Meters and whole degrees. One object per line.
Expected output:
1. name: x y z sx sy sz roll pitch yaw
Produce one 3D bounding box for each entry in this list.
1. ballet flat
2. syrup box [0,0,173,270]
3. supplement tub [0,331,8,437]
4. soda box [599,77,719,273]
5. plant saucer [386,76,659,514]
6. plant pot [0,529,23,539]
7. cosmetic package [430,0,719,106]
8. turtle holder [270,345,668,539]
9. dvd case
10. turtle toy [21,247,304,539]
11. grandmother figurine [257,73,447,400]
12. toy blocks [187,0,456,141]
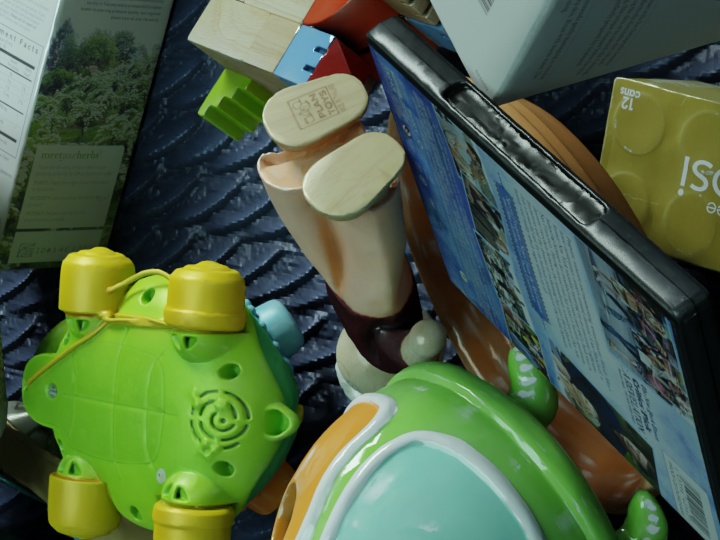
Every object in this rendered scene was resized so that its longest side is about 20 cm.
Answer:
1. ballet flat: -0.156 0.108 1.174 0.200 0.069 0.063 31 84 34
2. syrup box: -0.165 -0.106 1.147 0.081 0.079 0.201 29 111 36
3. supplement tub: -0.253 0.028 1.093 0.145 0.145 0.201 14 114 40
4. soda box: 0.189 -0.023 0.847 0.200 0.064 0.068 20 105 40
5. plant saucer: 0.077 0.006 0.909 0.200 0.037 0.200 55 162 28
6. plant pot: -0.197 0.225 1.141 0.134 0.200 0.201 3 95 10
7. cosmetic package: 0.129 -0.140 0.789 0.085 0.199 0.108 64 155 19
8. turtle holder: 0.040 0.136 0.888 0.141 0.132 0.186 -2 117 58
9. dvd case: 0.074 0.006 0.793 0.200 0.018 0.143 47 164 44
10. turtle toy: -0.101 0.062 1.083 0.200 0.101 0.146 8 96 41
11. grandmother figurine: 0.000 0.000 0.939 0.060 0.200 0.122 -18 54 -3
12. toy blocks: 0.013 -0.138 0.947 0.137 0.100 0.200 27 84 52
